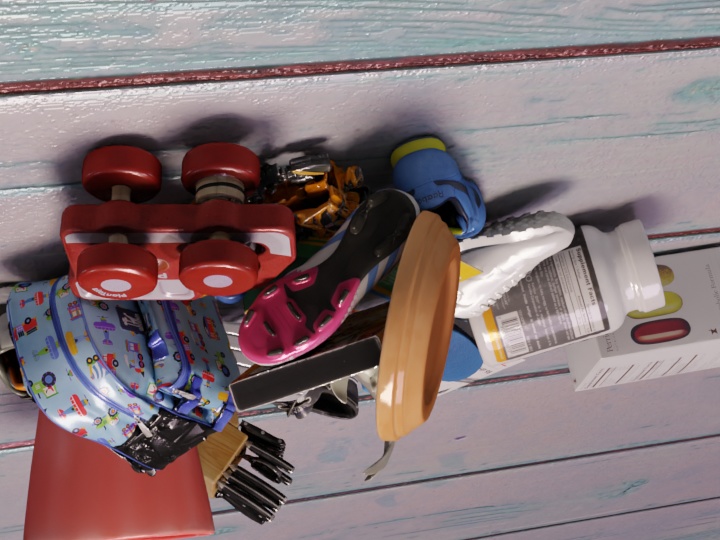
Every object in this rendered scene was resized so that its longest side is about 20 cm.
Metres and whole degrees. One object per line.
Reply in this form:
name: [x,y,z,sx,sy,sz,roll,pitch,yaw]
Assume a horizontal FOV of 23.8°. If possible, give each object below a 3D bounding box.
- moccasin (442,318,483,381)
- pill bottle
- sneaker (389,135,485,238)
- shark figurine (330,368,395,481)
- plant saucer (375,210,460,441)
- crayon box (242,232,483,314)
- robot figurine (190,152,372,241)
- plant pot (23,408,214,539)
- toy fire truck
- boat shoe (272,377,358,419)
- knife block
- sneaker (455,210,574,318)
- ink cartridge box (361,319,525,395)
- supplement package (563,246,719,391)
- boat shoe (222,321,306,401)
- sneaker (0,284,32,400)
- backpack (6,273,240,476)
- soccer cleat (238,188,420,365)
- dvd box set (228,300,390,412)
moccasin: [0.055,0.052,1.790,0.080,0.068,0.200,-40,133,20]
pill bottle: [0.209,0.020,1.776,0.198,0.117,0.116,-17,157,5]
sneaker: [0.078,-0.053,1.580,0.065,0.079,0.200,-21,158,10]
shark figurine: [-0.004,0.118,1.871,0.128,0.215,0.089,-37,-166,-17]
plant saucer: [0.053,0.050,1.470,0.037,0.202,0.200,10,160,11]
crayon box: [0.000,0.000,1.629,0.199,0.052,0.125,-23,153,28]
robot figurine: [-0.084,-0.042,1.528,0.199,0.059,0.145,-22,158,18]
plant pot: [-0.257,0.195,1.783,0.199,0.179,0.200,-5,171,-1]
toy fire truck: [-0.153,-0.020,1.435,0.198,0.113,0.168,-1,157,-1]
boat shoe: [-0.069,0.138,1.946,0.070,0.067,0.199,-27,155,27]
knife block: [-0.179,0.216,1.919,0.198,0.177,0.064,-9,156,-11]
sneaker: [0.125,-0.001,1.696,0.199,0.081,0.076,-18,-175,22]
ink cartridge box: [0.104,0.081,1.919,0.199,0.067,0.116,-25,155,23]
supplement package: [0.334,0.055,1.935,0.198,0.115,0.110,-9,158,-14]
boat shoe: [-0.146,0.084,1.749,0.199,0.073,0.071,20,168,-12]
sneaker: [-0.305,0.101,1.634,0.073,0.080,0.200,-21,137,16]
backpack: [-0.223,0.072,1.565,0.134,0.184,0.200,-32,146,20]
soccer cleat: [-0.020,0.013,1.487,0.200,0.070,0.086,-43,165,-2]
dvd box set: [-0.025,0.072,1.551,0.145,0.030,0.200,-19,-175,15]
